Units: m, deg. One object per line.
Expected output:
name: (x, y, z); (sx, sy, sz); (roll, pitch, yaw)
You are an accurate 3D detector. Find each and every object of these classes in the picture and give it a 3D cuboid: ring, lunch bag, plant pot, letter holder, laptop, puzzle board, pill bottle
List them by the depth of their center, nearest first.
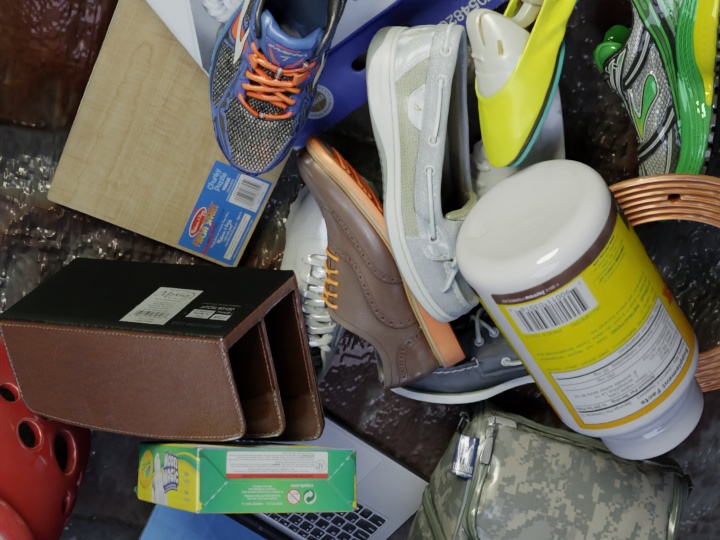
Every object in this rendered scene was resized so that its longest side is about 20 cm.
pill bottle: (0.151, 0.032, 1.072); (0.108, 0.110, 0.201); (-24, 125, 19)
ring: (0.214, 0.010, 1.129); (0.197, 0.019, 0.202); (4, 133, 5)
puzzle board: (-0.122, -0.104, 1.155); (0.149, 0.017, 0.201); (20, 124, -12)
letter holder: (-0.140, 0.080, 1.176); (0.198, 0.101, 0.144); (4, 118, 30)
plant pot: (-0.321, 0.176, 1.261); (0.197, 0.184, 0.202); (2, 127, 3)
lunch bag: (0.144, 0.201, 1.282); (0.198, 0.140, 0.170); (17, 106, -10)
laptop: (-0.068, 0.222, 1.315); (0.186, 0.116, 0.200); (33, 120, -19)

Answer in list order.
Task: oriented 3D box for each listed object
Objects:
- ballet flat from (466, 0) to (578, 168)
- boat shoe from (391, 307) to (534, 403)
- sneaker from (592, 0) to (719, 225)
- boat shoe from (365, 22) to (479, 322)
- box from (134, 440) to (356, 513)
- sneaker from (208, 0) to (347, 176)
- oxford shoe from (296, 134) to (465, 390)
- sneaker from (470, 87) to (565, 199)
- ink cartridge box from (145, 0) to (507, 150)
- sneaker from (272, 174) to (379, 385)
ballet flat: (0.105, -0.167, 1.035); (0.066, 0.067, 0.202); (21, 97, -24)
boat shoe: (0.113, 0.051, 1.217); (0.197, 0.076, 0.061); (-8, 126, -6)
sneaker: (0.198, -0.125, 1.095); (0.084, 0.078, 0.202); (4, 119, 12)
boat shoe: (0.054, -0.062, 1.075); (0.064, 0.074, 0.205); (-2, 109, 26)
box: (-0.088, 0.146, 1.167); (0.116, 0.200, 0.049); (3, 83, -21)
sneaker: (-0.051, -0.145, 1.018); (0.074, 0.079, 0.202); (13, 120, -8)
oxford shoe: (0.000, 0.000, 1.129); (0.072, 0.071, 0.201); (-30, 112, 2)
sneaker: (0.083, -0.063, 1.136); (0.114, 0.074, 0.202); (-2, 125, 1)
ink cartridge box: (-0.029, -0.193, 1.060); (0.199, 0.041, 0.200); (-34, 115, 18)
sneaker: (-0.031, 0.021, 1.197); (0.075, 0.081, 0.202); (14, 123, -4)
